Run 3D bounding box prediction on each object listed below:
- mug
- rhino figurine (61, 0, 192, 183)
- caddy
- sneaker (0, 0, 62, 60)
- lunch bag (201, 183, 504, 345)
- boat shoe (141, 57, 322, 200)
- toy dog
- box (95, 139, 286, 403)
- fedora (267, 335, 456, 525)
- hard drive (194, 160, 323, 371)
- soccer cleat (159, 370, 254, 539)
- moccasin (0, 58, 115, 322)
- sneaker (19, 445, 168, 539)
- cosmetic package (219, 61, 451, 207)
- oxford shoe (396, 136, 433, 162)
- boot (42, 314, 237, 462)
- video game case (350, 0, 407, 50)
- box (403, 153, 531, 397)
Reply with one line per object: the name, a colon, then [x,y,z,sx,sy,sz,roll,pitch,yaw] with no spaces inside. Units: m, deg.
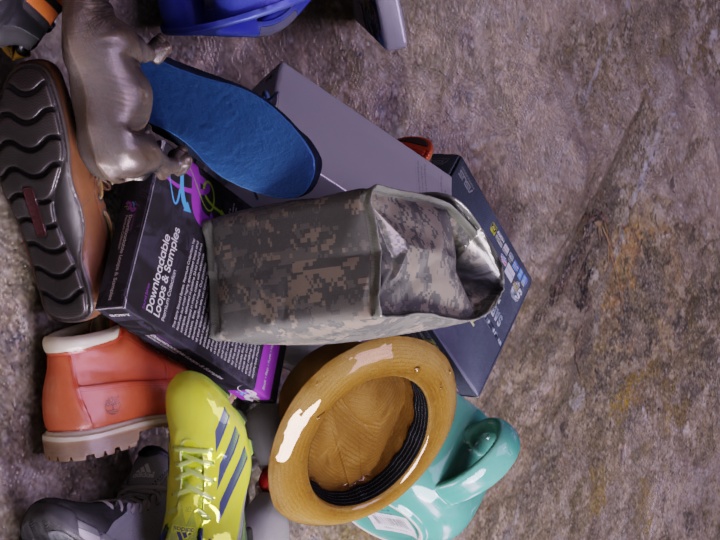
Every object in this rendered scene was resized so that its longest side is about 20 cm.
mug: [0.045,0.176,1.642,0.114,0.152,0.185,-61,179,-28]
rhino figurine: [-0.183,-0.158,1.312,0.087,0.060,0.200,-25,106,-56]
caddy: [-0.084,-0.246,1.479,0.200,0.141,0.105,-35,114,-47]
sneaker: [-0.247,-0.206,1.333,0.200,0.070,0.090,-34,133,-47]
lunch bag: [0.000,0.000,1.431,0.200,0.164,0.118,7,77,-57]
boat shoe: [-0.111,-0.124,1.410,0.084,0.200,0.069,-57,168,10]
toy dog: [-0.103,0.220,1.540,0.132,0.096,0.200,57,34,-34]
box: [-0.122,0.005,1.427,0.200,0.036,0.143,39,54,-48]
fedora: [-0.012,0.123,1.521,0.200,0.082,0.201,-20,133,-23]
hard drive: [-0.077,0.006,1.544,0.200,0.025,0.132,28,68,-31]
soccer cleat: [-0.125,0.176,1.395,0.084,0.065,0.200,-37,129,-52]
moccasin: [-0.222,-0.063,1.360,0.078,0.074,0.202,-48,126,-58]
sneaker: [-0.192,0.184,1.421,0.200,0.075,0.116,48,49,-55]
cosmetic package: [-0.019,-0.074,1.543,0.200,0.081,0.113,32,38,-23]
oxford shoe: [0.011,-0.043,1.685,0.200,0.071,0.073,-54,141,-26]
boot: [-0.173,0.078,1.435,0.200,0.075,0.107,-15,99,-51]
video game case: [-0.001,-0.306,1.587,0.182,0.023,0.200,-119,-163,-71]
box: [0.090,0.007,1.799,0.200,0.051,0.158,56,50,-38]
